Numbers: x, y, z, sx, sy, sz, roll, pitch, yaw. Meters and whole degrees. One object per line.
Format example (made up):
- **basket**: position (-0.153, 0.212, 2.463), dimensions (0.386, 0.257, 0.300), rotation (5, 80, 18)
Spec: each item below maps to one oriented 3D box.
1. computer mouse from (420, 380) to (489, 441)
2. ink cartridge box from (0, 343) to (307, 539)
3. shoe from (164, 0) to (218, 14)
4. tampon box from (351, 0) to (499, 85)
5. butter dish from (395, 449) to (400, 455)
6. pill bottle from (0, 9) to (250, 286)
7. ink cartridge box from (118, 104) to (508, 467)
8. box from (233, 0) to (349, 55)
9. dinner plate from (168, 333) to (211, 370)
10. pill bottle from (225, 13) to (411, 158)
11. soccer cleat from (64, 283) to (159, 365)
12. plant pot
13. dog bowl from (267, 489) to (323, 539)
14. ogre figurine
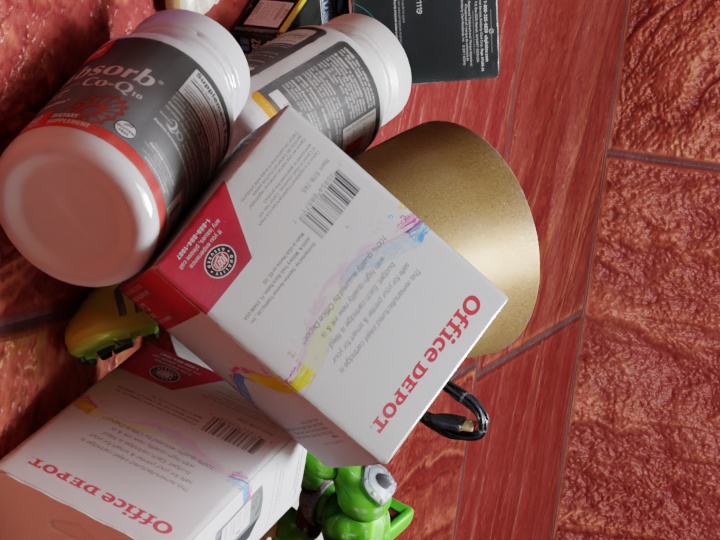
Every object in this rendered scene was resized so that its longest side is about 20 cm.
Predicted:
- **computer mouse**: position (0.005, 0.104, 1.525), dimensions (0.034, 0.199, 0.059), rotation (-12, 101, -56)
- **ink cartridge box**: position (-0.144, 0.149, 1.416), dimensions (0.200, 0.147, 0.086), rotation (-42, 150, -52)
- **shoe**: position (-0.097, -0.264, 1.556), dimensions (0.070, 0.053, 0.201), rotation (80, 25, -49)
- **tampon box**: position (0.052, -0.268, 1.814), dimensions (0.200, 0.125, 0.151), rotation (-93, 179, -64)
- **butter dish**: position (-0.032, 0.136, 1.840), dimensions (0.200, 0.147, 0.201), rotation (-58, 153, -54)
- **pill bottle**: position (-0.152, -0.088, 1.362), dimensions (0.200, 0.115, 0.117), rotation (-60, 154, -52)
- **ink cartridge box**: position (-0.033, 0.017, 1.370), dimensions (0.146, 0.200, 0.145), rotation (-51, -172, -15)
- **box**: position (-0.053, -0.166, 1.776), dimensions (0.160, 0.049, 0.201), rotation (-64, 157, -48)
- **dinner plate**: position (-0.070, 0.055, 1.641), dimensions (0.024, 0.200, 0.201), rotation (-39, -166, 38)
- **pill bottle**: position (-0.052, -0.124, 1.602), dimensions (0.200, 0.116, 0.117), rotation (-36, 135, -45)
- **soccer cleat**: position (-0.167, 0.009, 1.497), dimensions (0.084, 0.064, 0.200), rotation (66, 28, -7)
- **plant pot**: position (0.000, 0.000, 1.539), dimensions (0.199, 0.186, 0.188), rotation (-18, 122, -36)
- **dog bowl**: position (-0.084, 0.210, 1.685), dimensions (0.200, 0.079, 0.201), rotation (-33, 139, -34)
- **ogre figurine**: position (-0.030, 0.183, 1.546), dimensions (0.098, 0.119, 0.201), rotation (-29, 137, -59)
